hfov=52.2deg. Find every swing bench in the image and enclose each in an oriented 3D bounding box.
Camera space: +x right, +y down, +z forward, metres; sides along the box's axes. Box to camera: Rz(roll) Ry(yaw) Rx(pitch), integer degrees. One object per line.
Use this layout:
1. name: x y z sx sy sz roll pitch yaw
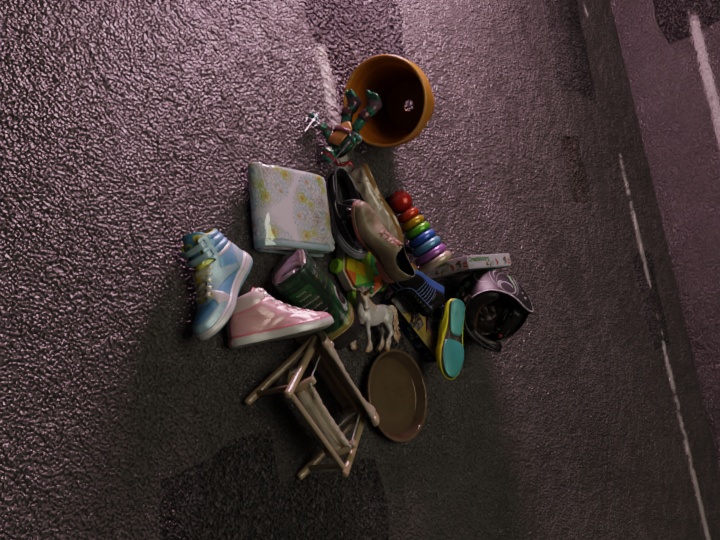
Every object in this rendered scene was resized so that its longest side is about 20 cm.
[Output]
1. swing bench: -0.073 0.242 1.358 0.199 0.129 0.200 58 43 -18

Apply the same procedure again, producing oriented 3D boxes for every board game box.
1. board game box: 0.138 0.097 1.714 0.200 0.035 0.136 53 45 -23
2. board game box: 0.269 -0.012 1.828 0.200 0.126 0.035 -4 81 -49

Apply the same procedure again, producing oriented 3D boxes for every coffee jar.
1. coffee jar: -0.082 0.059 1.426 0.200 0.085 0.104 51 11 -25

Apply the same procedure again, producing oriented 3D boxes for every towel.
1. towel: -0.138 -0.117 1.462 0.200 0.048 0.172 5 71 -48

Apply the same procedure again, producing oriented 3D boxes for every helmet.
1. helmet: 0.321 0.094 1.805 0.191 0.199 0.201 -70 137 -76

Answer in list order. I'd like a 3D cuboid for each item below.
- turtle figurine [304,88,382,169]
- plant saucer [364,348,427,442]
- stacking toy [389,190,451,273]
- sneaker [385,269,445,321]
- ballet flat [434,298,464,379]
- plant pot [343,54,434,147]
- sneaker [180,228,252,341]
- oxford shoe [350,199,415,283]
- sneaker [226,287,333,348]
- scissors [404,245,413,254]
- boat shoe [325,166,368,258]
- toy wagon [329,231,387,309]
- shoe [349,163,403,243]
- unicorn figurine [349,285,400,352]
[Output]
1. turtle figurine: -0.042 -0.300 1.578 0.200 0.149 0.101 -57 154 -21
2. plant saucer: 0.075 0.271 1.593 0.200 0.029 0.201 18 65 -44
3. stacking toy: 0.129 -0.096 1.728 0.085 0.085 0.200 -30 89 -49
4. sneaker: 0.125 0.054 1.633 0.200 0.070 0.078 23 57 -43
5. ballet flat: 0.201 0.161 1.687 0.067 0.067 0.201 23 60 -25
6. plant pot: 0.087 -0.389 1.706 0.183 0.200 0.201 -22 95 -64
7. sneaker: -0.269 0.013 1.249 0.131 0.079 0.200 48 38 -31
8. oxford shoe: 0.051 -0.063 1.500 0.200 0.075 0.071 57 49 -26
9. sneaker: -0.149 0.073 1.330 0.200 0.075 0.105 -9 78 -22
10. scissors: 0.081 -0.058 1.718 0.200 0.014 0.073 41 48 -34
11. boat shoe: -0.022 -0.123 1.536 0.072 0.068 0.201 -4 64 -27
12. toy wagon: 0.000 0.000 1.584 0.155 0.039 0.201 23 61 -42
13. shoe: 0.036 -0.141 1.654 0.200 0.053 0.070 62 -1 -8
14. unicorn figurine: 0.023 0.102 1.541 0.200 0.074 0.138 7 88 -68
